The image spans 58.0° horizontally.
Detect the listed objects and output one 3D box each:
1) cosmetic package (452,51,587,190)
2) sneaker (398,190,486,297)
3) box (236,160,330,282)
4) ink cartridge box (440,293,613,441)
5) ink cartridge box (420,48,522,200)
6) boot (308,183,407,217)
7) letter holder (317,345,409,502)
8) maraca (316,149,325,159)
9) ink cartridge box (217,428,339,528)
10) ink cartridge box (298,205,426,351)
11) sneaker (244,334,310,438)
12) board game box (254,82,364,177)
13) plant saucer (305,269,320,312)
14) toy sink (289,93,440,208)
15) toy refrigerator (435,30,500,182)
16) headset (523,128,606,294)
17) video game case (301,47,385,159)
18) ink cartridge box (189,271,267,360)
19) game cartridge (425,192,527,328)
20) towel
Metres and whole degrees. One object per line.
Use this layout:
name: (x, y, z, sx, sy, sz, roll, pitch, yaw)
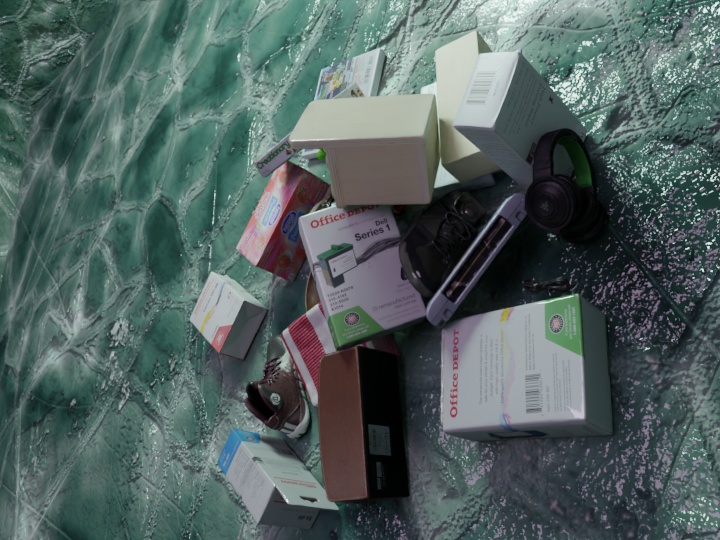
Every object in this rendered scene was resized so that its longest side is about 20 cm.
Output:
cosmetic package: (0.213, -0.186, 0.848, 0.073, 0.197, 0.104, 19, 86, 48)
sneaker: (0.119, -0.051, 0.935, 0.113, 0.076, 0.201, -36, 17, 32)
box: (-0.142, -0.098, 1.257, 0.094, 0.101, 0.204, 33, 96, 48)
ink cartridge box: (0.200, 0.128, 0.806, 0.197, 0.087, 0.150, -16, 60, 40)
ink cartridge box: (0.173, -0.224, 1.028, 0.196, 0.040, 0.206, -9, 67, 43)
boot: (-0.004, -0.097, 1.092, 0.147, 0.074, 0.202, -10, 36, 32)
letter holder: (-0.020, 0.231, 0.955, 0.140, 0.099, 0.206, -18, 66, 35)
maraca: (0.007, -0.226, 1.097, 0.137, 0.197, 0.109, -44, 70, 36)
ink cartridge box: (-0.135, 0.343, 1.037, 0.199, 0.114, 0.068, 33, 96, 49)
ink cartridge box: (0.000, 0.000, 0.979, 0.142, 0.084, 0.205, -18, 79, -7)
sneaker: (-0.155, 0.186, 1.130, 0.075, 0.114, 0.203, -41, 47, 24)
board game box: (-0.091, -0.247, 1.150, 0.198, 0.035, 0.127, -29, 14, 40)
plant saucer: (-0.019, 0.023, 1.123, 0.197, 0.034, 0.206, -21, 59, 38)
toy sink: (0.012, -0.172, 0.946, 0.194, 0.114, 0.132, 1, 38, 15)
toy refrigerator: (0.163, -0.242, 0.969, 0.074, 0.069, 0.206, -16, 64, 33)
headset: (0.248, -0.074, 0.824, 0.092, 0.122, 0.207, -9, 73, 45)
video game case: (-0.036, -0.333, 1.313, 0.179, 0.023, 0.206, -2, 72, 46)
ink cartridge box: (-0.286, 0.084, 1.350, 0.199, 0.067, 0.119, 31, 95, 49)
game cartridge: (0.156, -0.014, 0.889, 0.040, 0.133, 0.202, 37, 94, 9)
towel: (-0.039, 0.119, 1.062, 0.198, 0.023, 0.147, -35, 75, 29)
